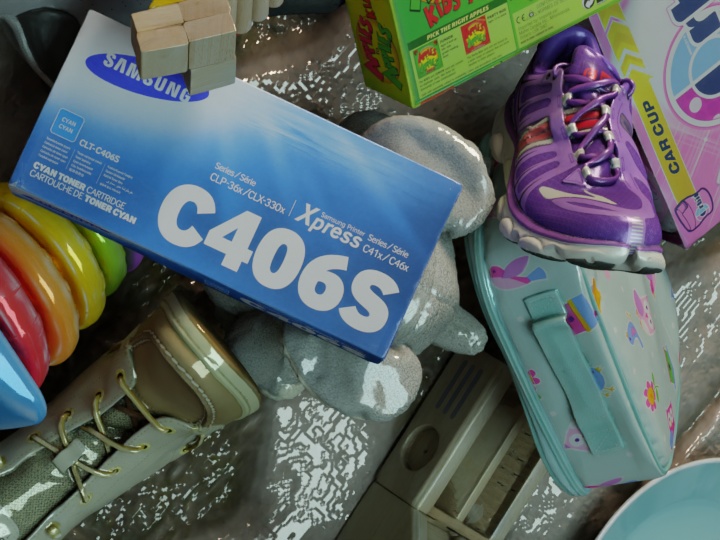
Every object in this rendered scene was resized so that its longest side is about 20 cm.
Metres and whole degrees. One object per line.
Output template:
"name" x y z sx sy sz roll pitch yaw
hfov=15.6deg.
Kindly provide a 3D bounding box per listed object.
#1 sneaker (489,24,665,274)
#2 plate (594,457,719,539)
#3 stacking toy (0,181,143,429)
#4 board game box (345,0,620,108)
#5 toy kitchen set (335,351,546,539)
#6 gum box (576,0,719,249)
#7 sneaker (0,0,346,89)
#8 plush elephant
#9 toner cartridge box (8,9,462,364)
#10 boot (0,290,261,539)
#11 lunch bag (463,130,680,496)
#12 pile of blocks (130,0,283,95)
"sneaker" 0.109 -0.065 1.337 0.080 0.200 0.084 7 119 -14
"plate" 0.204 0.210 1.688 0.200 0.026 0.201 -11 112 -29
"stacking toy" -0.150 -0.018 1.341 0.200 0.110 0.116 -41 108 -28
"board game box" 0.084 -0.174 1.367 0.200 0.048 0.102 -28 122 -24
"toy kitchen set" 0.061 0.144 1.462 0.163 0.200 0.181 34 88 -37
"gum box" 0.177 -0.129 1.518 0.113 0.066 0.200 -38 123 -18
"sneaker" -0.108 -0.130 1.341 0.199 0.075 0.116 12 106 -25
"plush elephant" 0.000 0.000 1.365 0.165 0.155 0.200 -60 152 -3
"toner cartridge box" -0.060 -0.039 1.273 0.199 0.043 0.095 24 83 -1
"boot" -0.135 0.086 1.333 0.154 0.200 0.072 -36 89 -14
"lunch bag" 0.118 0.017 1.480 0.077 0.161 0.200 -13 123 21
"pile of blocks" -0.055 -0.160 1.266 0.200 0.082 0.062 -51 165 -26
